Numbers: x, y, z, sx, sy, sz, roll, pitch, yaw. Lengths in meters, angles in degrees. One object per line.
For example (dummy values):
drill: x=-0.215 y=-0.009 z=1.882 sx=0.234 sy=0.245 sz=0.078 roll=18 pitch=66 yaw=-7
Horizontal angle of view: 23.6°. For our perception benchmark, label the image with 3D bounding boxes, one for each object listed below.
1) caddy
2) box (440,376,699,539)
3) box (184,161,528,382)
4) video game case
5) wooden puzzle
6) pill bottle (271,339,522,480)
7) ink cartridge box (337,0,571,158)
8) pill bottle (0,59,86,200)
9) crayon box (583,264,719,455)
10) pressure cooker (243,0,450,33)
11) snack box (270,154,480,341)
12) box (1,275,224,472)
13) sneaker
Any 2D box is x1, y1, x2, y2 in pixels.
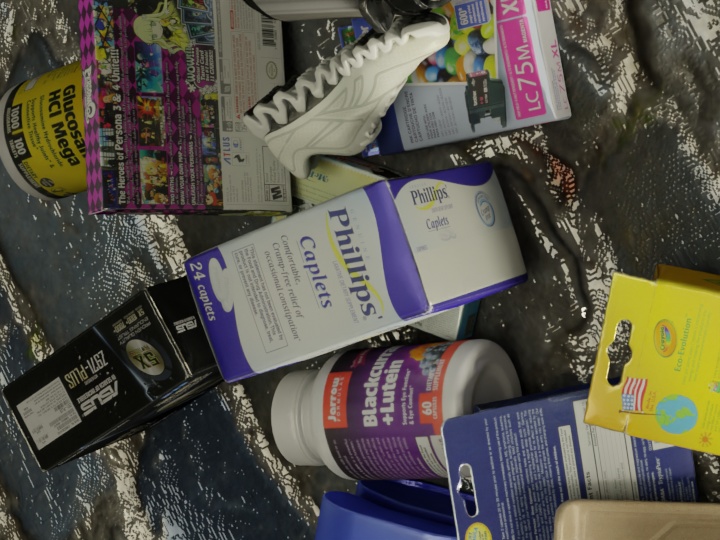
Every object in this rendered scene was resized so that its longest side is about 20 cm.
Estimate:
caddy: x=0.049 y=0.247 z=1.448 sx=0.198 sy=0.141 sz=0.106 roll=11 pitch=100 yaw=28
box: x=0.164 y=0.154 z=1.362 sx=0.198 sy=0.032 sz=0.123 roll=-10 pitch=96 yaw=-9
box: x=0.000 y=0.000 z=1.358 sx=0.199 sy=0.183 sz=0.106 roll=-21 pitch=87 yaw=30
video game case: x=-0.145 y=-0.146 z=1.444 sx=0.036 sy=0.180 sz=0.203 roll=-11 pitch=82 yaw=57
wooden puzzle: x=0.243 y=0.270 z=1.349 sx=0.197 sy=0.037 sz=0.187 roll=1 pitch=98 yaw=-5
pill bottle: x=0.027 y=0.119 z=1.449 sx=0.198 sy=0.111 sz=0.113 roll=-7 pitch=96 yaw=34
ink cartridge box: x=0.068 y=-0.165 z=1.418 sx=0.198 sy=0.042 sz=0.121 roll=-9 pitch=94 yaw=32
pill bottle: x=-0.221 y=-0.139 z=1.544 sx=0.198 sy=0.112 sz=0.114 roll=-16 pitch=92 yaw=31
crayon box: x=0.277 y=0.072 z=1.303 sx=0.198 sy=0.051 sz=0.128 roll=13 pitch=106 yaw=8
pressure cooker: x=0.005 y=-0.287 z=1.353 sx=0.198 sy=0.178 sz=0.178 roll=3 pitch=113 yaw=30
snack box: x=0.015 y=-0.027 z=1.474 sx=0.198 sy=0.037 sz=0.117 roll=20 pitch=108 yaw=25
box: x=-0.191 y=0.084 z=1.540 sx=0.199 sy=0.163 sz=0.087 roll=-33 pitch=83 yaw=29
sneaker: x=-0.001 y=-0.144 z=1.404 sx=0.199 sy=0.075 sz=0.081 roll=-28 pitch=99 yaw=32
